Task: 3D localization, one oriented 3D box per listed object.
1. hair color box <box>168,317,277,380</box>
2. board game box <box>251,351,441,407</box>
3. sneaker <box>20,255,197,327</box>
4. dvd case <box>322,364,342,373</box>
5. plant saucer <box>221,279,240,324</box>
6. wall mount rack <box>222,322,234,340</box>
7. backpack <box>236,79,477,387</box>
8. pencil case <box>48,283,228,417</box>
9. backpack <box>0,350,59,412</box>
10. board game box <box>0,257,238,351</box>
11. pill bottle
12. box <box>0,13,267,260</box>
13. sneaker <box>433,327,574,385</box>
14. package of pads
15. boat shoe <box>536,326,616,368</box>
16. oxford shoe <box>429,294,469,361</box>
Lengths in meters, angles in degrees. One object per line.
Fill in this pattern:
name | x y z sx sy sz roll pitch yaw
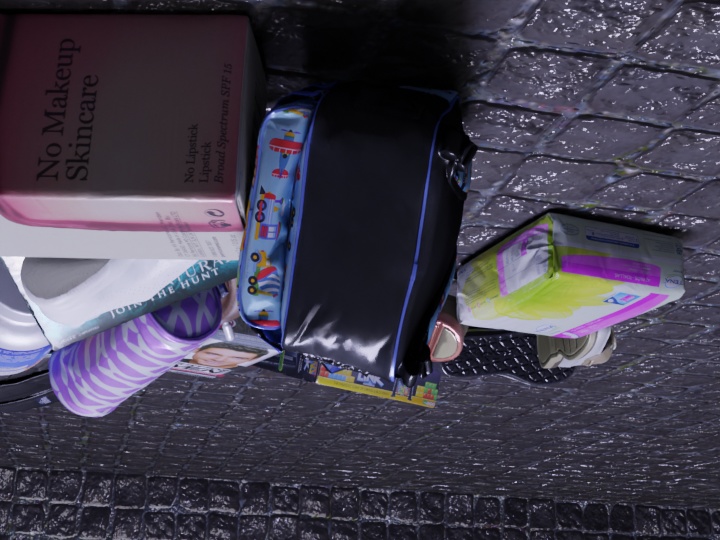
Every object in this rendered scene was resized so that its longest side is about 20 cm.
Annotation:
hair color box | -0.180 0.082 1.385 0.098 0.062 0.199 12 159 -29
board game box | -0.023 0.118 1.424 0.198 0.058 0.164 17 173 -40
sneaker | -0.142 -0.021 0.823 0.197 0.076 0.089 -26 152 -5
dvd case | -0.054 0.002 0.986 0.200 0.018 0.142 49 149 -10
plant saucer | -0.177 -0.011 0.995 0.196 0.032 0.202 10 140 9
wall mount rack | -0.215 0.017 1.152 0.196 0.076 0.174 -4 160 19
backpack | 0.007 -0.043 0.769 0.132 0.186 0.200 12 -162 7
pencil case | -0.202 0.059 0.996 0.199 0.086 0.083 -36 172 40
backpack | -0.390 0.074 1.206 0.197 0.156 0.176 -18 165 -7
board game box | -0.167 -0.028 0.862 0.197 0.028 0.137 -23 133 -6
pill bottle | -0.299 0.020 0.987 0.110 0.114 0.199 9 162 -23
box | -0.164 -0.085 0.738 0.196 0.130 0.109 1 162 2
sneaker | 0.172 0.097 1.427 0.196 0.073 0.083 7 -174 -12
package of pads | 0.195 0.012 1.111 0.152 0.070 0.200 8 161 -20
boat shoe | 0.256 0.070 1.297 0.067 0.076 0.200 -3 170 -6
oxford shoe | 0.023 0.040 1.219 0.197 0.074 0.072 18 128 13
